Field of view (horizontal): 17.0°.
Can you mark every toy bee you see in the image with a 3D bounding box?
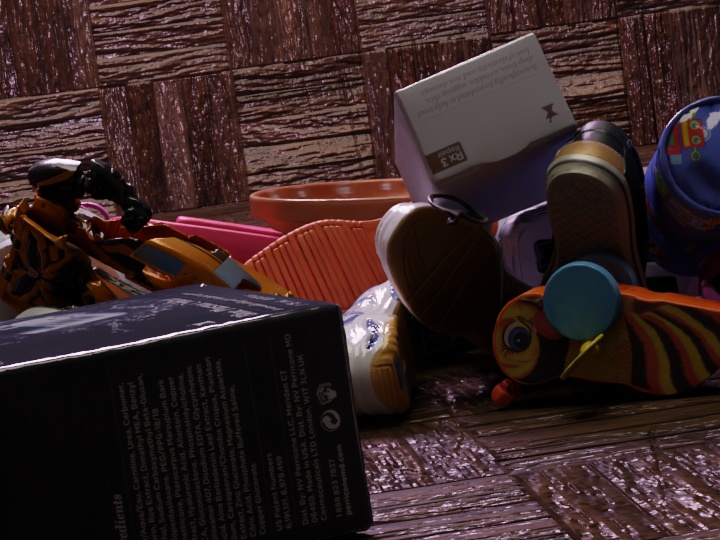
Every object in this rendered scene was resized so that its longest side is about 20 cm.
[{"bbox_3d":[0.129,0.039,1.470,0.200,0.109,0.131,27,17,35],"label":"toy bee"}]

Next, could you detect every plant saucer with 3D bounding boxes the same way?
[{"bbox_3d":[0.016,-0.048,1.826,0.200,0.032,0.200,-2,6,0],"label":"plant saucer"}]

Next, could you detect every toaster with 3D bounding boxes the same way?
[{"bbox_3d":[0.188,-0.008,1.701,0.199,0.114,0.129,-5,10,18],"label":"toaster"}]

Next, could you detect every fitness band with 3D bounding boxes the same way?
[{"bbox_3d":[-0.095,-0.015,1.831,0.199,0.038,0.144,7,3,0],"label":"fitness band"}]

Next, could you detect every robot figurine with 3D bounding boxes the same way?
[{"bbox_3d":[-0.145,0.013,1.519,0.200,0.145,0.058,26,38,7],"label":"robot figurine"}]

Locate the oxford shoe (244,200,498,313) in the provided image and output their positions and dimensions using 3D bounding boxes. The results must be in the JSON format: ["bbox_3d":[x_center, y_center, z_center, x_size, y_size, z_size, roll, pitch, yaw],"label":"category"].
[{"bbox_3d":[0.000,0.000,1.687,0.200,0.071,0.073,-16,-12,-20],"label":"oxford shoe"}]

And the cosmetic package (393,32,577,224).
[{"bbox_3d":[0.079,-0.082,1.577,0.101,0.074,0.200,-23,-12,-5],"label":"cosmetic package"}]

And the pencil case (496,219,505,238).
[{"bbox_3d":[0.100,-0.005,1.924,0.200,0.083,0.091,-12,51,-41],"label":"pencil case"}]

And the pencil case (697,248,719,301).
[{"bbox_3d":[0.304,0.005,1.532,0.200,0.091,0.094,-13,13,-27],"label":"pencil case"}]

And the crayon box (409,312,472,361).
[{"bbox_3d":[-0.005,0.037,1.798,0.200,0.052,0.126,-1,8,41],"label":"crayon box"}]

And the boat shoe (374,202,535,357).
[{"bbox_3d":[0.057,0.003,1.575,0.069,0.071,0.200,39,0,38],"label":"boat shoe"}]

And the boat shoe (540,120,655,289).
[{"bbox_3d":[0.152,-0.016,1.526,0.074,0.200,0.062,11,51,17],"label":"boat shoe"}]

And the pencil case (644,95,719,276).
[{"bbox_3d":[0.223,-0.051,1.522,0.087,0.078,0.200,-19,-11,-1],"label":"pencil case"}]

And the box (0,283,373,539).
[{"bbox_3d":[-0.127,0.082,1.202,0.200,0.118,0.197,-11,7,-24],"label":"box"}]

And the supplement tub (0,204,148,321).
[{"bbox_3d":[-0.219,0.030,1.681,0.144,0.145,0.200,-8,6,-5],"label":"supplement tub"}]

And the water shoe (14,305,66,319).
[{"bbox_3d":[-0.137,0.087,1.461,0.200,0.079,0.072,17,-22,26],"label":"water shoe"}]

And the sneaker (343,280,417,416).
[{"bbox_3d":[-0.011,0.051,1.556,0.088,0.075,0.200,-9,4,6],"label":"sneaker"}]

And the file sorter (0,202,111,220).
[{"bbox_3d":[-0.291,0.014,2.019,0.139,0.126,0.200,-7,6,12],"label":"file sorter"}]
